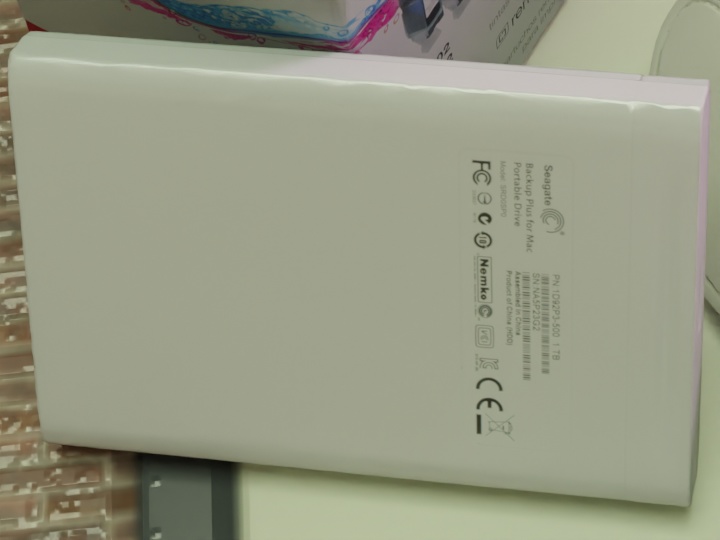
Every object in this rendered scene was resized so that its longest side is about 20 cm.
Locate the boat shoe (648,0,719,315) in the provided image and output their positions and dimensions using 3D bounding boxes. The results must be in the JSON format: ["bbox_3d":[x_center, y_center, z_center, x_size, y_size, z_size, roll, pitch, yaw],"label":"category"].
[{"bbox_3d":[0.148,-0.006,0.883,0.062,0.073,0.200,1,47,-33],"label":"boat shoe"}]

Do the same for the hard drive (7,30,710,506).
[{"bbox_3d":[0.000,0.000,0.857,0.199,0.132,0.026,5,30,12],"label":"hard drive"}]

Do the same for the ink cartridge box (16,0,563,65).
[{"bbox_3d":[-0.023,-0.137,0.894,0.144,0.200,0.146,26,67,22],"label":"ink cartridge box"}]
